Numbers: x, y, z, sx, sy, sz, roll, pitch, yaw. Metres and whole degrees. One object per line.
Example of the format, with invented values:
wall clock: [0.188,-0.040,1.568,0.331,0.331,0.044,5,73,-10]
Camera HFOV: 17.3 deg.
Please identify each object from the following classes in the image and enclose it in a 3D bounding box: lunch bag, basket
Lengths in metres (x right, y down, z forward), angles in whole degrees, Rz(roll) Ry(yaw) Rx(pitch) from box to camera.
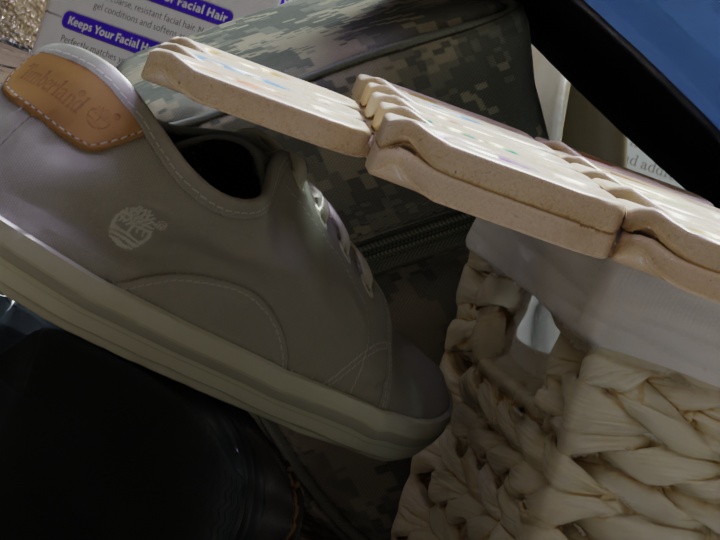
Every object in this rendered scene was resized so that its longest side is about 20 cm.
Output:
lunch bag: [0.000,0.000,0.775,0.139,0.168,0.200,-17,12,-7]
basket: [0.117,0.070,0.633,0.199,0.124,0.136,18,6,-13]

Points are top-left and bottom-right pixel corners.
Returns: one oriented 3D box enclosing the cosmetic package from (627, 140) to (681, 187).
cosmetic package: [0.103,-0.024,1.157,0.167,0.201,0.166,20,5,-4]

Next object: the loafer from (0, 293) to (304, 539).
loafer: [-0.102,0.025,0.595,0.200,0.073,0.072,33,6,24]

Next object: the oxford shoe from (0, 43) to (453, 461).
oxford shoe: [-0.026,-0.001,0.561,0.075,0.058,0.200,30,0,33]

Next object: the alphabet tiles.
alphabet tiles: [0.047,-0.019,0.538,0.195,0.015,0.200,19,7,-4]

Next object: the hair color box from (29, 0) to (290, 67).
hair color box: [-0.094,-0.092,1.106,0.109,0.201,0.065,21,5,13]

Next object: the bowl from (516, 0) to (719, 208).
bowl: [0.089,-0.068,0.705,0.201,0.039,0.201,44,1,-1]

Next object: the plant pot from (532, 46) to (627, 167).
plant pot: [0.013,-0.019,0.985,0.173,0.201,0.200,3,0,14]
